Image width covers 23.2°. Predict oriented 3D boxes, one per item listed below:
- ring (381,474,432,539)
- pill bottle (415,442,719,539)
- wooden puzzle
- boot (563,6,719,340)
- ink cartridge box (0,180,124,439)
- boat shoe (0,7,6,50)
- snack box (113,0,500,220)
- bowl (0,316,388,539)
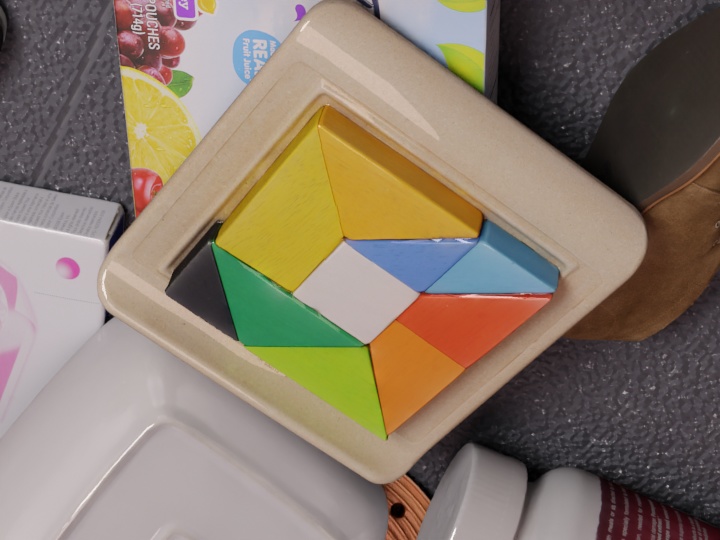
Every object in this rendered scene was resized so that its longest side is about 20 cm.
[{"bbox_3d":[-0.040,0.187,0.961,0.198,0.019,0.203,0,94,-5],"label":"ring"},{"bbox_3d":[0.130,0.169,0.910,0.198,0.110,0.110,24,124,-5],"label":"pill bottle"},{"bbox_3d":[0.000,0.000,0.789,0.184,0.037,0.200,34,125,-14],"label":"wooden puzzle"},{"bbox_3d":[0.146,-0.041,0.805,0.075,0.074,0.200,17,131,-23],"label":"boot"},{"bbox_3d":[-0.229,0.038,0.937,0.198,0.043,0.198,10,124,3],"label":"ink cartridge box"},{"bbox_3d":[-0.252,-0.064,0.830,0.199,0.061,0.074,-29,133,4],"label":"boat shoe"},{"bbox_3d":[-0.021,-0.087,0.797,0.167,0.068,0.202,5,125,7],"label":"snack box"},{"bbox_3d":[-0.096,0.145,0.891,0.200,0.075,0.200,40,91,-20],"label":"bowl"}]
